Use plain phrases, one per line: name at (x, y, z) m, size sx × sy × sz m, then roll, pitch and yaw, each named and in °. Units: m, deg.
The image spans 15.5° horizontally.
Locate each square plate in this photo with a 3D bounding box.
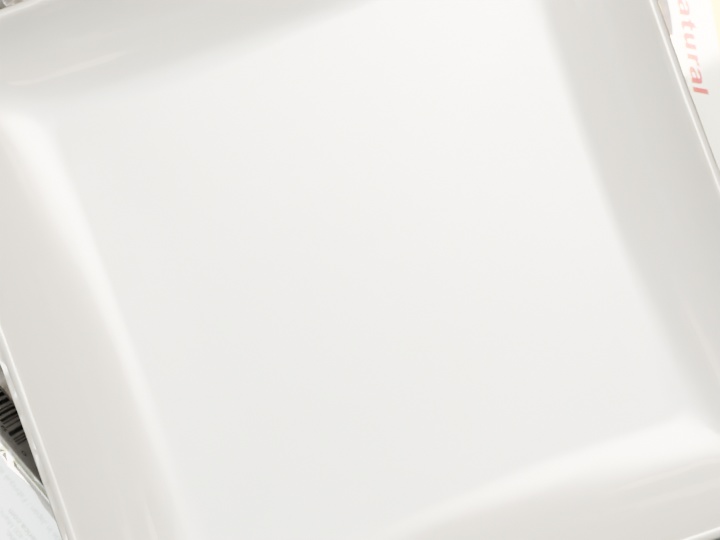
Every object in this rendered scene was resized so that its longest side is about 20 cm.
square plate at (0.000, 0.000, 0.706) m, size 0.200 × 0.028 × 0.199 m, roll -21°, pitch 87°, yaw 4°

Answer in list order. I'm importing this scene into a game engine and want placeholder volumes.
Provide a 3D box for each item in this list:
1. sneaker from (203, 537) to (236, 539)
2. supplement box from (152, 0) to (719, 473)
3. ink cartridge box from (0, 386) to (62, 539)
sneaker at (-0.020, 0.161, 0.763) m, size 0.070 × 0.082 × 0.200 m, roll -20°, pitch 91°, yaw 4°
supplement box at (0.052, -0.022, 0.754) m, size 0.199 × 0.074 × 0.126 m, roll -11°, pitch 92°, yaw 4°
ink cartridge box at (-0.173, 0.115, 0.788) m, size 0.200 × 0.050 × 0.109 m, roll -40°, pitch 89°, yaw 5°
